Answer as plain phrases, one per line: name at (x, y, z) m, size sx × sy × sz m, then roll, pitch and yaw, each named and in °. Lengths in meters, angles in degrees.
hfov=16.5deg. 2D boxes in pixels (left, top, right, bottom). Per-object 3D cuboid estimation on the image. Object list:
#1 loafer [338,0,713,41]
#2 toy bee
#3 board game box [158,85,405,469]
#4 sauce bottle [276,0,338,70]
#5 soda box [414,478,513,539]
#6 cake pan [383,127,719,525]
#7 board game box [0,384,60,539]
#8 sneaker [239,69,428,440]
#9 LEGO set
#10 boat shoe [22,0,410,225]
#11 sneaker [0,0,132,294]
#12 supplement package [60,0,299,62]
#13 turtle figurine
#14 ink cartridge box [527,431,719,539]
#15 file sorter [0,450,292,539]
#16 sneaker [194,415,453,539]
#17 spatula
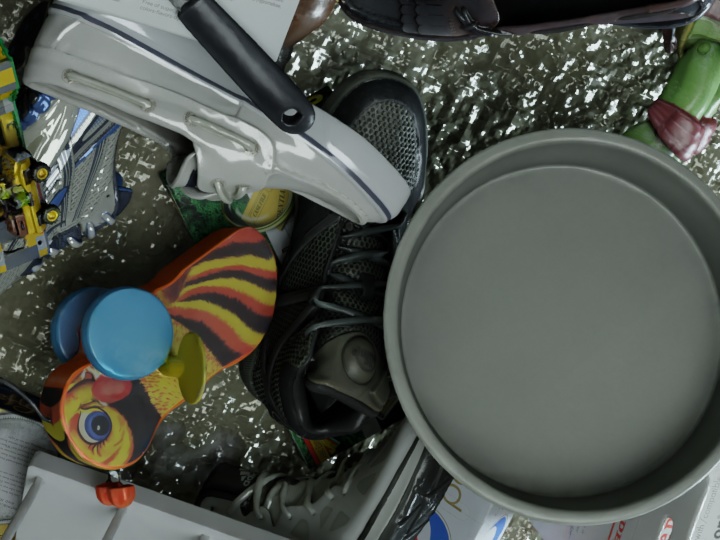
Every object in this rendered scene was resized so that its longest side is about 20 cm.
loafer at (0.083, -0.152, 1.264) m, size 0.200 × 0.063 × 0.072 m, roll 0°, pitch 98°, yaw 6°
toy bee at (-0.125, 0.060, 1.279) m, size 0.200 × 0.131 × 0.109 m, roll -22°, pitch 100°, yaw -2°
board game box at (-0.023, 0.007, 1.361) m, size 0.105 × 0.023 × 0.200 m, roll -28°, pitch 120°, yaw -3°
sauce bottle at (-0.032, -0.169, 1.253) m, size 0.065 × 0.065 × 0.200 m, roll 15°, pitch 110°, yaw -25°
soda box at (0.056, 0.114, 1.383) m, size 0.064 × 0.068 × 0.200 m, roll 33°, pitch 116°, yaw 16°
cake pan at (0.106, 0.029, 1.261) m, size 0.200 × 0.037 × 0.201 m, roll 1°, pitch 84°, yaw -11°
board game box at (-0.272, 0.103, 1.310) m, size 0.200 × 0.035 × 0.136 m, roll 23°, pitch 105°, yaw -27°
sneaker at (0.000, 0.000, 1.289) m, size 0.076 × 0.114 × 0.200 m, roll 13°, pitch 107°, yaw -26°
LEGO set at (-0.236, -0.057, 1.157) m, size 0.116 × 0.200 × 0.154 m, roll -24°, pitch 130°, yaw -24°
boat shoe at (-0.071, -0.066, 1.208) m, size 0.200 × 0.072 × 0.066 m, roll 31°, pitch 78°, yaw -20°
sneaker at (-0.161, -0.034, 1.264) m, size 0.085 × 0.077 × 0.200 m, roll 23°, pitch 105°, yaw -31°
supplement package at (-0.089, -0.229, 1.152) m, size 0.150 × 0.152 × 0.200 m, roll 14°, pitch 109°, yaw -25°
turtle figurine at (0.224, -0.096, 1.332) m, size 0.200 × 0.144 × 0.194 m, roll 30°, pitch 105°, yaw -25°
ink cartridge box at (0.158, 0.119, 1.373) m, size 0.067 × 0.200 × 0.117 m, roll 8°, pitch 111°, yaw -22°
file sorter at (-0.105, 0.213, 1.291) m, size 0.200 × 0.125 × 0.139 m, roll 19°, pitch 130°, yaw 4°
sneaker at (-0.030, 0.128, 1.346) m, size 0.115 × 0.076 × 0.201 m, roll 38°, pitch 121°, yaw 12°
spatula at (-0.085, -0.126, 1.101) m, size 0.056 × 0.021 × 0.200 m, roll -36°, pitch 125°, yaw 16°
